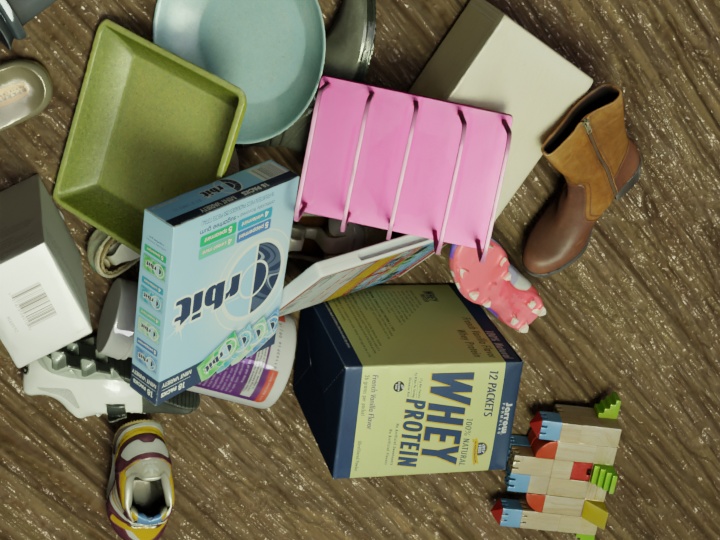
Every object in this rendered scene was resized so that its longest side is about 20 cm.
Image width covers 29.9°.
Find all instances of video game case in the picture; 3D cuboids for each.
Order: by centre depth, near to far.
[{"bbox_3d":[0.000,0.000,1.430,0.198,0.143,0.018,-17,79,-36],"label":"video game case"}]

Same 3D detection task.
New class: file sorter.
[{"bbox_3d":[0.041,-0.097,1.315,0.197,0.126,0.141,12,103,0],"label":"file sorter"}]

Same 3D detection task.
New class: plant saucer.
[{"bbox_3d":[-0.115,-0.229,1.339,0.199,0.039,0.204,6,105,25],"label":"plant saucer"},{"bbox_3d":[-0.202,-0.122,1.347,0.048,0.198,0.202,-11,125,-57],"label":"plant saucer"}]

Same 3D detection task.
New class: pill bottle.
[{"bbox_3d":[-0.178,0.074,1.455,0.198,0.112,0.112,17,108,-22],"label":"pill bottle"}]

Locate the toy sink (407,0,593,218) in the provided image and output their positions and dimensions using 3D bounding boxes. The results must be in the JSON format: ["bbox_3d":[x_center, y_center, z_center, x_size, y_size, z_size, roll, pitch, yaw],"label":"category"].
[{"bbox_3d":[0.126,-0.168,1.436,0.130,0.112,0.201,29,102,-24],"label":"toy sink"}]

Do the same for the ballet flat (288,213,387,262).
[{"bbox_3d":[-0.056,-0.034,1.461,0.197,0.062,0.068,1,113,-17],"label":"ballet flat"}]

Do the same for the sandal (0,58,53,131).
[{"bbox_3d":[-0.396,-0.146,1.328,0.198,0.054,0.081,-27,118,-3],"label":"sandal"}]

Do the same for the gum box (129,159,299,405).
[{"bbox_3d":[-0.142,0.010,1.306,0.169,0.044,0.202,-27,137,-45],"label":"gum box"}]

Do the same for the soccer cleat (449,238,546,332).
[{"bbox_3d":[0.142,0.005,1.499,0.067,0.077,0.200,-45,140,6],"label":"soccer cleat"}]

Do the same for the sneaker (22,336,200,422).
[{"bbox_3d":[-0.276,0.127,1.482,0.198,0.075,0.089,21,124,-24],"label":"sneaker"}]

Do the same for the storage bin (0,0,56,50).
[{"bbox_3d":[-0.323,-0.327,1.231,0.134,0.145,0.201,-34,118,-10],"label":"storage bin"}]

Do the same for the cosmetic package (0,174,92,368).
[{"bbox_3d":[-0.326,-0.004,1.328,0.084,0.200,0.108,-26,115,-5],"label":"cosmetic package"}]

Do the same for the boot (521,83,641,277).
[{"bbox_3d":[0.230,-0.090,1.463,0.188,0.069,0.200,-41,156,3],"label":"boot"}]

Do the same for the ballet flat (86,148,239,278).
[{"bbox_3d":[-0.201,-0.059,1.417,0.199,0.062,0.068,-40,118,3],"label":"ballet flat"}]

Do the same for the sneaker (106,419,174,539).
[{"bbox_3d":[-0.246,0.263,1.509,0.074,0.091,0.202,-7,134,-13],"label":"sneaker"}]

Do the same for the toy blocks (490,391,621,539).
[{"bbox_3d":[0.237,0.244,1.668,0.135,0.100,0.202,7,112,-7],"label":"toy blocks"}]

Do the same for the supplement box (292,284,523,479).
[{"bbox_3d":[0.046,0.117,1.487,0.197,0.200,0.136,-1,115,-17],"label":"supplement box"}]

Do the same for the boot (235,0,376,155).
[{"bbox_3d":[-0.061,-0.211,1.391,0.129,0.068,0.202,9,110,-15],"label":"boot"}]
